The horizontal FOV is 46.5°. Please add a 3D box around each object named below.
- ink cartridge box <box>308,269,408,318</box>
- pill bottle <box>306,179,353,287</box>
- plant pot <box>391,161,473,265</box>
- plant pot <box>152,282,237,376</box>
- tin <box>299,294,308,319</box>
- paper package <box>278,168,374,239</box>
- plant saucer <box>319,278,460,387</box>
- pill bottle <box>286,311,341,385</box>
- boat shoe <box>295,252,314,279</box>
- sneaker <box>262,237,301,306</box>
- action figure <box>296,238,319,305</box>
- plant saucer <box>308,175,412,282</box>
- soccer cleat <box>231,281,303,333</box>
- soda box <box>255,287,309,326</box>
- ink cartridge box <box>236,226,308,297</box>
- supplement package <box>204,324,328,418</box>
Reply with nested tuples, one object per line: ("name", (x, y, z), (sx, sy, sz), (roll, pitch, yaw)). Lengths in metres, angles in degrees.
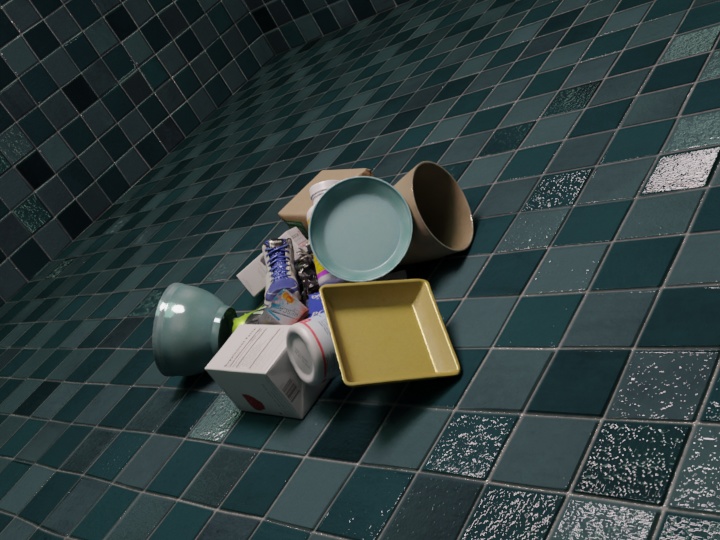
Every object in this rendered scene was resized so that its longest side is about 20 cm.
("ink cartridge box", (0.000, 0.062, 1.594), (0.197, 0.045, 0.094), (-15, 29, 5))
("pill bottle", (-0.049, -0.070, 1.650), (0.102, 0.203, 0.104), (-10, -14, -3))
("plant pot", (0.092, -0.089, 1.677), (0.199, 0.188, 0.188), (-27, 23, 37))
("plant pot", (-0.342, 0.132, 1.800), (0.132, 0.203, 0.201), (4, 36, 13))
("tin", (-0.080, 0.096, 1.697), (0.111, 0.042, 0.200), (-36, 24, 5))
("paper package", (-0.073, -0.157, 2.061), (0.191, 0.104, 0.199), (-45, 28, -24))
("plant saucer", (0.042, 0.109, 1.368), (0.196, 0.049, 0.202), (-3, 49, -18))
("pill bottle", (-0.022, 0.115, 1.454), (0.198, 0.111, 0.108), (-20, 16, -31))
("boat shoe", (-0.066, -0.048, 1.909), (0.200, 0.061, 0.075), (-47, 27, -26))
("sneaker", (-0.171, -0.003, 1.731), (0.079, 0.117, 0.200), (-12, 15, 0))
("action figure", (-0.084, -0.024, 1.745), (0.201, 0.102, 0.119), (-59, 14, -28))
("plant saucer", (0.002, -0.075, 1.571), (0.198, 0.202, 0.036), (-33, -14, 1))
("soccer cleat", (-0.187, 0.095, 1.810), (0.081, 0.068, 0.199), (33, 57, 31))
("soda box", (-0.164, 0.110, 1.633), (0.064, 0.068, 0.200), (-48, -2, -30))
("ink cartridge box", (-0.181, -0.034, 1.937), (0.199, 0.068, 0.115), (-40, 2, 11))
("supplement package", (-0.168, 0.183, 1.546), (0.198, 0.122, 0.120), (-4, 40, 48))
